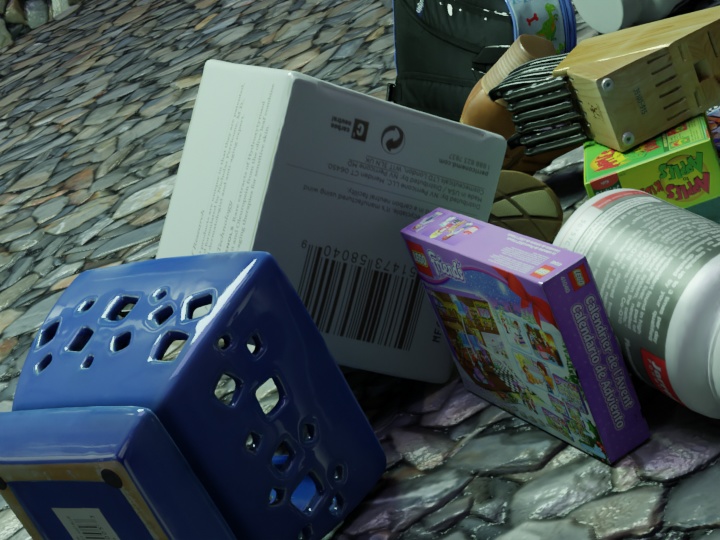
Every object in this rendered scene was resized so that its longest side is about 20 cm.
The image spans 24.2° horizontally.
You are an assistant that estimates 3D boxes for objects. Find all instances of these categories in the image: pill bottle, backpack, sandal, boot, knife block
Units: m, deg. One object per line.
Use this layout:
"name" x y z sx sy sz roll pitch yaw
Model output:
"pill bottle" 0.216 0.026 1.077 0.113 0.115 0.200 -30 29 -17
"backpack" 0.135 -0.227 1.688 0.146 0.185 0.199 -12 23 -31
"pill bottle" 0.328 -0.340 1.839 0.199 0.112 0.110 -34 23 -24
"sandal" 0.076 -0.023 1.434 0.199 0.081 0.054 -28 -1 1
"boot" 0.177 -0.119 1.517 0.156 0.198 0.077 -54 38 34
"knife block" 0.209 -0.159 1.367 0.198 0.064 0.176 -27 20 -7

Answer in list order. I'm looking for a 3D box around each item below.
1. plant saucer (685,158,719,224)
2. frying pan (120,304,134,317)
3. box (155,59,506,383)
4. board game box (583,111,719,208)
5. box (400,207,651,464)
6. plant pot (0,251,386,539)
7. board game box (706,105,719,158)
"plant saucer" 0.253 -0.024 1.275 0.199 0.039 0.201 -21 21 8
"frying pan" -0.163 0.004 1.664 0.188 0.031 0.115 -20 21 2
"box" -0.028 -0.039 1.290 0.197 0.202 0.171 13 2 -29
"board game box" 0.234 -0.101 1.359 0.101 0.048 0.200 -20 20 14
"box" 0.109 0.039 1.142 0.039 0.138 0.200 -30 22 -17
"plant pot" -0.129 0.122 1.135 0.198 0.201 0.180 -6 34 38
"board game box" 0.373 -0.137 1.418 0.199 0.035 0.135 -30 22 -14
